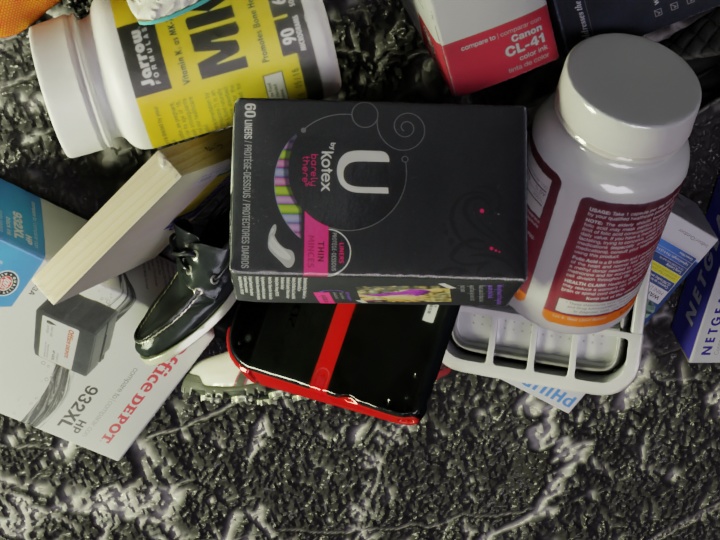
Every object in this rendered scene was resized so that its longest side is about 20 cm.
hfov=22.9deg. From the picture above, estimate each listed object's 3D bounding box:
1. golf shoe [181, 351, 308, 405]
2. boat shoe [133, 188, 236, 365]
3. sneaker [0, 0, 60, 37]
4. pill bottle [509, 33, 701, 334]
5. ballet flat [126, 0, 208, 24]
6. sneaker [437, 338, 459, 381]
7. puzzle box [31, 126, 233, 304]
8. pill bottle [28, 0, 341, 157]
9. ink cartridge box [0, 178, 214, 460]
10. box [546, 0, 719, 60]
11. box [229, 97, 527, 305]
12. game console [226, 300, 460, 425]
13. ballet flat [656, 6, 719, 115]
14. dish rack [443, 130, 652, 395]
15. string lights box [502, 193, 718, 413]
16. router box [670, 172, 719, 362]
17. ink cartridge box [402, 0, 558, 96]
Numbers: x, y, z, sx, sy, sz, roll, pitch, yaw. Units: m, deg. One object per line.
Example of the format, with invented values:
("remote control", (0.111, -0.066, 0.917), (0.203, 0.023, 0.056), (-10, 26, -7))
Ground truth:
("golf shoe", (-0.045, 0.056, 1.367), (0.198, 0.089, 0.077), (-11, 172, 17))
("boat shoe", (-0.105, -0.020, 1.294), (0.199, 0.075, 0.066), (-44, 118, 4))
("sneaker", (-0.192, -0.228, 1.187), (0.200, 0.077, 0.073), (-43, 124, 18))
("pill bottle", (0.167, -0.060, 1.258), (0.113, 0.115, 0.201), (-1, 138, -14))
("ballet flat", (-0.083, -0.239, 1.189), (0.199, 0.072, 0.072), (-34, 132, -22))
("sneaker", (0.010, 0.035, 1.433), (0.198, 0.071, 0.098), (12, 124, -21))
("puzzle box", (-0.146, -0.044, 1.272), (0.133, 0.200, 0.025), (-44, 88, 16))
("pill bottle", (-0.121, -0.151, 1.237), (0.198, 0.115, 0.115), (-17, 128, -3))
("ink cartridge box", (-0.234, 0.040, 1.365), (0.199, 0.084, 0.145), (27, 115, -29))
("box", (0.195, -0.281, 1.220), (0.195, 0.124, 0.201), (-21, 128, -1))
("box", (0.011, -0.044, 1.214), (0.197, 0.124, 0.106), (1, 169, -3))
("game console", (0.000, 0.000, 1.310), (0.031, 0.175, 0.202), (37, 69, -61))
("ballet flat", (0.219, -0.128, 1.277), (0.066, 0.057, 0.200), (39, 130, -16))
("dish rack", (0.146, -0.012, 1.399), (0.170, 0.044, 0.202), (9, 108, 14))
("string lights box", (0.189, 0.013, 1.471), (0.102, 0.059, 0.201), (26, 115, -26))
("router box", (0.375, -0.014, 1.509), (0.177, 0.049, 0.202), (0, 125, -15))
("ink cartridge box", (0.059, -0.243, 1.197), (0.085, 0.148, 0.201), (-18, 129, -2))
